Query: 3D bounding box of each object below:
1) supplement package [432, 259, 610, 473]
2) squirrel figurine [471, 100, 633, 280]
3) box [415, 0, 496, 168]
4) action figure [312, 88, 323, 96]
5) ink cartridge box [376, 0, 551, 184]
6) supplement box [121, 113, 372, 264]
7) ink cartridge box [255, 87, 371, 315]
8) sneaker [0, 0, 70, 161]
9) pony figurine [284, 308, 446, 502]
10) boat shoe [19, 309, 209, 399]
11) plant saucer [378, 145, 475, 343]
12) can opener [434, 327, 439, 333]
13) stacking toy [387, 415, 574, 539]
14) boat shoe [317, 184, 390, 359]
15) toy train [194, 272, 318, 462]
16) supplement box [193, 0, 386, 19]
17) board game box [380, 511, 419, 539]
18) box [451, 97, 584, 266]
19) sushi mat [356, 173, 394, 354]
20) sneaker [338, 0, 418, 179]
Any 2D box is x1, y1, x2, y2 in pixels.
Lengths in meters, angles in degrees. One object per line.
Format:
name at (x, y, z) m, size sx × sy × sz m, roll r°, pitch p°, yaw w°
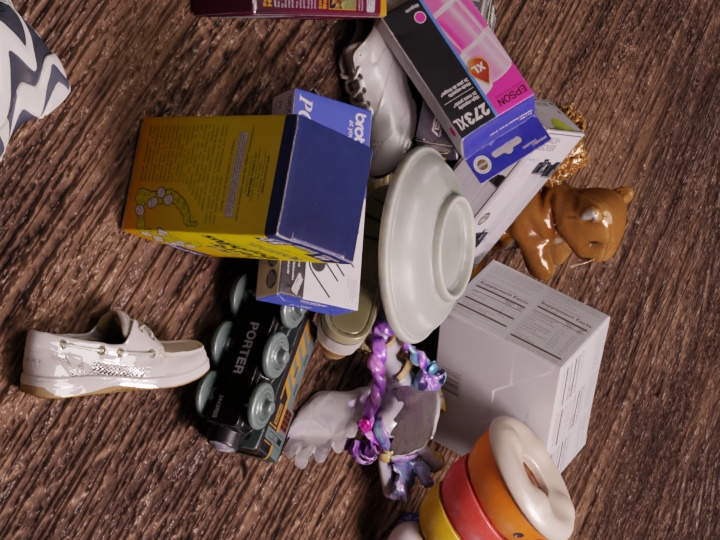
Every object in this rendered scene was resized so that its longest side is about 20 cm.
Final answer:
supplement package at (0.173, 0.120, 1.783) m, size 0.111 × 0.155 × 0.201 m, roll -40°, pitch 146°, yaw -40°
squirrel figurine at (0.214, -0.090, 1.835) m, size 0.141 × 0.186 × 0.202 m, roll -20°, pitch 108°, yaw -47°
box at (0.108, -0.214, 1.750) m, size 0.161 × 0.049 × 0.202 m, roll 54°, pitch 47°, yaw -79°
action figure at (-0.054, -0.097, 1.608) m, size 0.200 × 0.069 × 0.131 m, roll -52°, pitch 125°, yaw -38°
ink cartridge box at (0.109, -0.198, 1.645) m, size 0.094 × 0.037 × 0.201 m, roll -32°, pitch 86°, yaw -13°
supplement box at (-0.104, -0.073, 1.444) m, size 0.108 × 0.199 × 0.111 m, roll 19°, pitch 78°, yaw -48°
ink cartridge box at (-0.044, -0.065, 1.530) m, size 0.093 × 0.044 × 0.202 m, roll 12°, pitch 75°, yaw -34°
sneaker at (-0.323, -0.150, 1.270) m, size 0.199 × 0.079 × 0.130 m, roll -48°, pitch 126°, yaw -36°
pony figurine at (0.028, 0.151, 1.682) m, size 0.201 × 0.165 × 0.194 m, roll 66°, pitch 32°, yaw -42°
boat shoe at (-0.213, 0.070, 1.427) m, size 0.199 × 0.070 × 0.070 m, roll -5°, pitch 99°, yaw -49°
plant saucer at (0.077, -0.024, 1.616) m, size 0.200 × 0.050 × 0.202 m, roll 5°, pitch 90°, yaw -67°
can opener at (0.060, 0.028, 1.749) m, size 0.200 × 0.063 × 0.079 m, roll 43°, pitch 33°, yaw -59°
stacking toy at (0.114, 0.259, 1.695) m, size 0.146 × 0.199 × 0.147 m, roll 47°, pitch 22°, yaw -26°
boat shoe at (0.000, 0.000, 1.625) m, size 0.074 × 0.069 × 0.201 m, roll 28°, pitch 56°, yaw -2°
toy train at (-0.096, 0.092, 1.566) m, size 0.114 × 0.085 × 0.201 m, roll 56°, pitch 48°, yaw -59°
supplement box at (-0.067, -0.302, 1.557) m, size 0.199 × 0.085 × 0.111 m, roll -9°, pitch 101°, yaw -50°
board game box at (0.069, 0.370, 1.725) m, size 0.200 × 0.159 × 0.097 m, roll -43°, pitch 124°, yaw -40°
box at (0.146, -0.096, 1.751) m, size 0.200 × 0.060 × 0.116 m, roll -52°, pitch 159°, yaw 19°
sushi mat at (0.005, -0.011, 1.726) m, size 0.095 × 0.012 × 0.202 m, roll 16°, pitch 82°, yaw -50°
sneaker at (0.013, -0.198, 1.690) m, size 0.087 × 0.074 × 0.202 m, roll 7°, pitch 83°, yaw -36°
